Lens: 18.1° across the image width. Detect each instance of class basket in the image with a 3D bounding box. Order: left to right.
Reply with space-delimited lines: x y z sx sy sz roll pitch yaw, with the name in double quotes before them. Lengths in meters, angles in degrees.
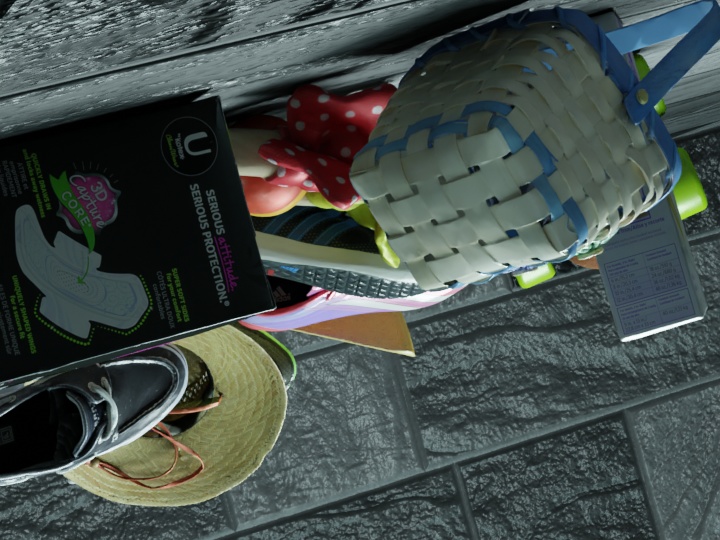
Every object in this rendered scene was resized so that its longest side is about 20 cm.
"basket" 0.100 -0.081 1.285 0.176 0.139 0.200 -15 -152 48

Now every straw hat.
"straw hat" -0.147 0.071 1.623 0.200 0.202 0.085 -16 -140 13

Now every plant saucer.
"plant saucer" -0.051 0.021 1.731 0.199 0.049 0.200 13 179 1

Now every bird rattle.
"bird rattle" -0.039 -0.058 1.399 0.162 0.113 0.200 1 -179 17

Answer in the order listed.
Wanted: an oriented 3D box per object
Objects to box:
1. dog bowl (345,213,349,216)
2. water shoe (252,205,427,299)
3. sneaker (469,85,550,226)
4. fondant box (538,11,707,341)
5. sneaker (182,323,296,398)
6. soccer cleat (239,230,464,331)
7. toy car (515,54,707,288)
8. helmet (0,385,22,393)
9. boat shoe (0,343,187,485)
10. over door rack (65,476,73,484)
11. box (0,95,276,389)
"dog bowl" 0.008 -0.074 1.644 0.199 0.079 0.200 -16 179 0
"water shoe" -0.036 -0.035 1.512 0.199 0.079 0.072 11 166 -10
"sneaker" 0.084 -0.070 1.449 0.082 0.070 0.200 -9 -150 11
"fondant box" 0.171 -0.060 1.468 0.058 0.201 0.144 -18 179 10
"sneaker" -0.146 0.071 1.715 0.199 0.077 0.084 12 -159 -13
"soccer cleat" 0.000 0.000 1.586 0.199 0.067 0.076 -13 175 6
"toy car" 0.170 -0.078 1.729 0.164 0.159 0.200 -24 178 5
"helmet" -0.361 0.090 1.801 0.199 0.201 0.191 -15 162 -32
"boat shoe" -0.184 0.091 1.426 0.199 0.072 0.068 -16 -170 -36
"over door rack" -0.245 0.070 1.870 0.066 0.149 0.200 0 -158 -16
"box" -0.172 -0.006 1.247 0.199 0.125 0.148 -14 179 -21
